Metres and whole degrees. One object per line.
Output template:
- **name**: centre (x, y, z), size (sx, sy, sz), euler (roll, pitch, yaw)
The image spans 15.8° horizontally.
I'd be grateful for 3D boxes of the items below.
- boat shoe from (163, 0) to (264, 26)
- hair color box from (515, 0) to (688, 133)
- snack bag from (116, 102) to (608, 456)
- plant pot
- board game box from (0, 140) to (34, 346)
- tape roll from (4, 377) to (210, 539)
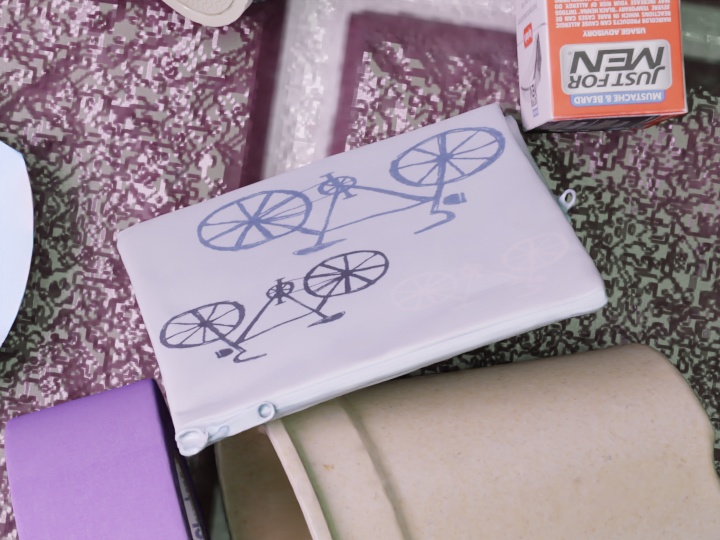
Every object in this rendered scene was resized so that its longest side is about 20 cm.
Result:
- **boat shoe**: centre (-0.108, -0.193, 1.148), size (0.200, 0.072, 0.068), euler (43, 52, 5)
- **hair color box**: centre (0.099, -0.162, 1.125), size (0.064, 0.111, 0.200), euler (-2, 90, -2)
- **snack bag**: centre (0.000, 0.000, 1.085), size (0.188, 0.200, 0.021), euler (-19, 118, -4)
- **plant pot**: centre (0.055, 0.116, 1.095), size (0.183, 0.200, 0.201), euler (-16, 90, -14)
- **board game box**: centre (-0.241, -0.017, 1.146), size (0.200, 0.039, 0.158), euler (31, 93, 3)
- **tape roll**: centre (-0.087, 0.148, 1.069), size (0.066, 0.200, 0.200), euler (-15, 90, -3)
